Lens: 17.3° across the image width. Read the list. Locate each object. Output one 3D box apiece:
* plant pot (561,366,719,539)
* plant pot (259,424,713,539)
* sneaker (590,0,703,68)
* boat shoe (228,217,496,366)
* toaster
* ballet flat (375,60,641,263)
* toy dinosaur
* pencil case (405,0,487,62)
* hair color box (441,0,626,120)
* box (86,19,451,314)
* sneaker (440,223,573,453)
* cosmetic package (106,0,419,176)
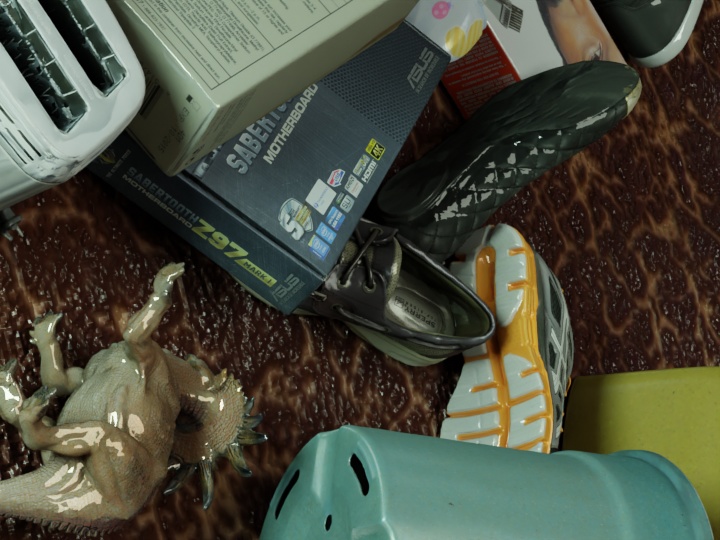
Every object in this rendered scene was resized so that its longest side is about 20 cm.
[{"bbox_3d":[0.261,0.173,1.521,0.195,0.200,0.195,33,55,-38],"label":"plant pot"},{"bbox_3d":[0.058,0.176,1.299,0.196,0.200,0.201,16,66,-27],"label":"plant pot"},{"bbox_3d":[0.208,-0.253,1.692,0.099,0.071,0.200,41,55,-38],"label":"sneaker"},{"bbox_3d":[0.000,0.000,1.389,0.200,0.065,0.072,31,59,-37],"label":"boat shoe"},{"bbox_3d":[-0.196,-0.103,1.159,0.200,0.129,0.114,59,44,-17],"label":"toaster"},{"bbox_3d":[0.092,-0.070,1.477,0.200,0.066,0.057,-33,133,-15],"label":"ballet flat"},{"bbox_3d":[-0.121,0.089,1.221,0.200,0.086,0.136,-49,121,-38],"label":"toy dinosaur"},{"bbox_3d":[0.024,-0.218,1.413,0.083,0.091,0.200,-83,168,-56],"label":"pencil case"},{"bbox_3d":[0.085,-0.177,1.542,0.200,0.064,0.111,57,44,-20],"label":"hair color box"},{"bbox_3d":[-0.054,-0.096,1.338,0.158,0.051,0.200,37,50,-8],"label":"box"},{"bbox_3d":[0.100,0.073,1.472,0.077,0.078,0.200,29,59,-50],"label":"sneaker"},{"bbox_3d":[-0.058,-0.146,1.284,0.105,0.071,0.200,49,50,7],"label":"cosmetic package"}]
